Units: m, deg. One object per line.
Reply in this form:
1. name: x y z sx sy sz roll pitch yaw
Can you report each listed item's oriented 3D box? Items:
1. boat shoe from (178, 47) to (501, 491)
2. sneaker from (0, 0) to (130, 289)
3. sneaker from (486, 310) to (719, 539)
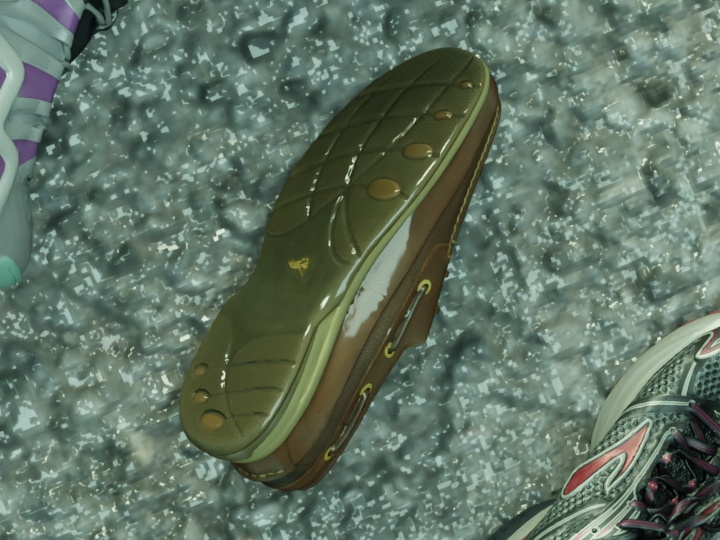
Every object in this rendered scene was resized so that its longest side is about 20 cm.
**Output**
1. boat shoe: 0.000 0.000 1.135 0.068 0.072 0.201 41 76 -43
2. sneaker: -0.116 -0.100 1.095 0.139 0.078 0.201 -11 99 -12
3. sneaker: 0.124 0.103 1.154 0.081 0.075 0.200 41 85 -10
